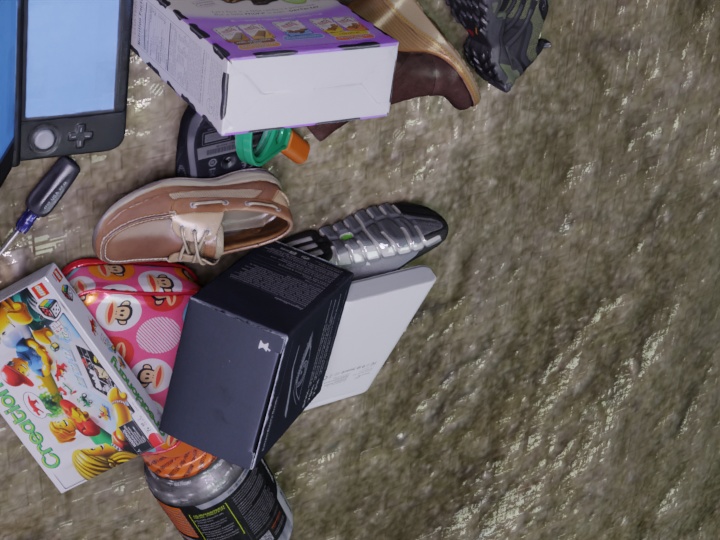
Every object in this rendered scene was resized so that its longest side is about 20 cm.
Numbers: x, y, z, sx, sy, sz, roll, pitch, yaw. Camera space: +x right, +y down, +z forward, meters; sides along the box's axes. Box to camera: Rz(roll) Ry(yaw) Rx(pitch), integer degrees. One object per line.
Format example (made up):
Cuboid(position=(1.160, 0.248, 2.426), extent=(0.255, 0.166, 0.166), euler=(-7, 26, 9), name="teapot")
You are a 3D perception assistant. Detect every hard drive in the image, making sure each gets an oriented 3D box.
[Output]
Cuboid(position=(-0.008, 0.079, 1.551), extent=(0.131, 0.026, 0.201), euler=(-13, 146, -38), name="hard drive")

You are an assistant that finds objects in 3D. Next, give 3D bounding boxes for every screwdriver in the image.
Cuboid(position=(-0.327, -0.024, 1.307), extent=(0.201, 0.028, 0.029), euler=(-52, 164, 8), name="screwdriver")

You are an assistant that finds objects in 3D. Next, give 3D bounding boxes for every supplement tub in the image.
Cuboid(position=(-0.159, 0.235, 1.535), extent=(0.122, 0.122, 0.201), euler=(-34, 134, -12), name="supplement tub")

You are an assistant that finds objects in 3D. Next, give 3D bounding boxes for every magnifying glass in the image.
Cuboid(position=(-0.081, -0.131, 1.342), extent=(0.200, 0.022, 0.080), euler=(25, 81, -76), name="magnifying glass")

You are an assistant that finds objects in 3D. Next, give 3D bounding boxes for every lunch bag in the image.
Cuboid(position=(-0.248, 0.089, 1.394), extent=(0.174, 0.082, 0.202), euler=(2, 118, -27), name="lunch bag")

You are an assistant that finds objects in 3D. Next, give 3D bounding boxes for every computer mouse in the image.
Cuboid(position=(-0.146, -0.105, 1.371), extent=(0.137, 0.053, 0.201), euler=(-12, 136, -28), name="computer mouse")

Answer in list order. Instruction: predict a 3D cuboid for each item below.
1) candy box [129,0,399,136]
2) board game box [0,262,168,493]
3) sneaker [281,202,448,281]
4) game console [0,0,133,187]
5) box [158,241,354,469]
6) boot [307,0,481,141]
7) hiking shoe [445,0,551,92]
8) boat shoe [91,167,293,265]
Cuboid(position=(-0.090, -0.198, 1.237), extent=(0.166, 0.200, 0.072), euler=(-10, 124, -30), name="candy box")
Cuboid(position=(-0.286, 0.104, 1.328), extent=(0.125, 0.035, 0.201), euler=(-27, 110, 17), name="board game box")
Cuboid(position=(0.000, 0.000, 1.537), extent=(0.198, 0.075, 0.116), euler=(-13, 132, -18), name="sneaker")
Cuboid(position=(-0.259, -0.166, 1.195), extent=(0.174, 0.116, 0.202), euler=(-10, 125, -31), name="game console")
Cuboid(position=(-0.099, 0.076, 1.376), extent=(0.200, 0.103, 0.149), euler=(-42, 151, -65), name="box")
Cuboid(position=(0.019, -0.190, 1.434), extent=(0.166, 0.073, 0.200), euler=(-39, 137, 9), name="boot")
Cuboid(position=(0.146, -0.284, 1.453), extent=(0.101, 0.076, 0.201), euler=(-43, 144, -16), name="hiking shoe")
Cuboid(position=(-0.154, -0.043, 1.325), extent=(0.198, 0.072, 0.076), euler=(-18, 138, -23), name="boat shoe")
